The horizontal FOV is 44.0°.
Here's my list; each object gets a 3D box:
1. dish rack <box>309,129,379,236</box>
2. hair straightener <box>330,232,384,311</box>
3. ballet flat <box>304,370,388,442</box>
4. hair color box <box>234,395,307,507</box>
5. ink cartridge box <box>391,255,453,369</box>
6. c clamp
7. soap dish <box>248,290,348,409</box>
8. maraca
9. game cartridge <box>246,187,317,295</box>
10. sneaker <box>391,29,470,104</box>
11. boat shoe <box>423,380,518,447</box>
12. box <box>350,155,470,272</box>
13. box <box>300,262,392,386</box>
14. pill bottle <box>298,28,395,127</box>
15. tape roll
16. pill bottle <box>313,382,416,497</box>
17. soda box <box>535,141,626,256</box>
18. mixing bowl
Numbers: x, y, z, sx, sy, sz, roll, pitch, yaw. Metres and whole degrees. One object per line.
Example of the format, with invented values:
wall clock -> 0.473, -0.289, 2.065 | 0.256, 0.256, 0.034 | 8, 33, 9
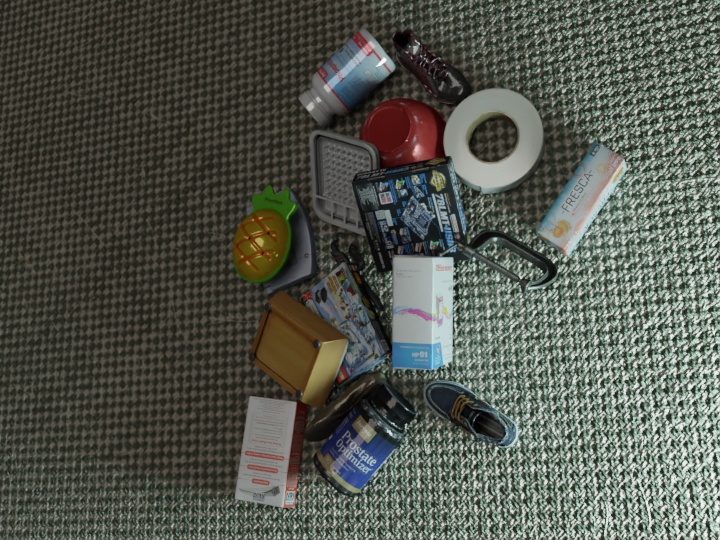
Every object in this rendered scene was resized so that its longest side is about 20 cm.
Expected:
dish rack -> -0.024, -0.181, 1.789 | 0.169, 0.043, 0.204 | 21, 129, 32
hair straightener -> 0.000, 0.000, 1.800 | 0.076, 0.041, 0.202 | -33, 64, 12
ballet flat -> -0.032, 0.261, 1.735 | 0.199, 0.067, 0.047 | -40, 52, 7
hair color box -> -0.176, 0.359, 1.769 | 0.109, 0.064, 0.205 | 4, 78, 21
ink cartridge box -> 0.116, 0.073, 1.649 | 0.083, 0.144, 0.205 | 0, 91, 20
c clamp -> 0.261, -0.014, 1.642 | 0.197, 0.171, 0.027 | 28, 128, 18
soap dish -> -0.128, 0.156, 1.756 | 0.199, 0.080, 0.160 | 32, 109, 33
maraca -> -0.195, -0.073, 1.815 | 0.135, 0.107, 0.204 | 13, 82, 24
game cartridge -> -0.162, -0.064, 1.877 | 0.131, 0.040, 0.204 | -22, 71, 20
sneaker -> 0.130, -0.416, 1.795 | 0.199, 0.115, 0.076 | 41, 94, 25
boat shoe -> 0.194, 0.255, 1.627 | 0.198, 0.091, 0.072 | 26, 88, 25
box -> 0.101, -0.104, 1.710 | 0.194, 0.050, 0.203 | -9, 116, 19
box -> -0.028, 0.106, 1.755 | 0.136, 0.040, 0.203 | -37, 68, 31
pill bottle -> -0.031, -0.398, 1.861 | 0.199, 0.109, 0.109 | -42, 66, 8
tape roll -> 0.260, -0.254, 1.739 | 0.198, 0.037, 0.208 | -4, 76, 15
pill bottle -> 0.011, 0.316, 1.676 | 0.112, 0.112, 0.201 | 42, 95, 24
soda box -> 0.408, -0.130, 1.645 | 0.068, 0.063, 0.202 | 35, 91, 25
mixing bowl -> 0.073, -0.265, 1.789 | 0.196, 0.108, 0.205 | -5, 76, 21
